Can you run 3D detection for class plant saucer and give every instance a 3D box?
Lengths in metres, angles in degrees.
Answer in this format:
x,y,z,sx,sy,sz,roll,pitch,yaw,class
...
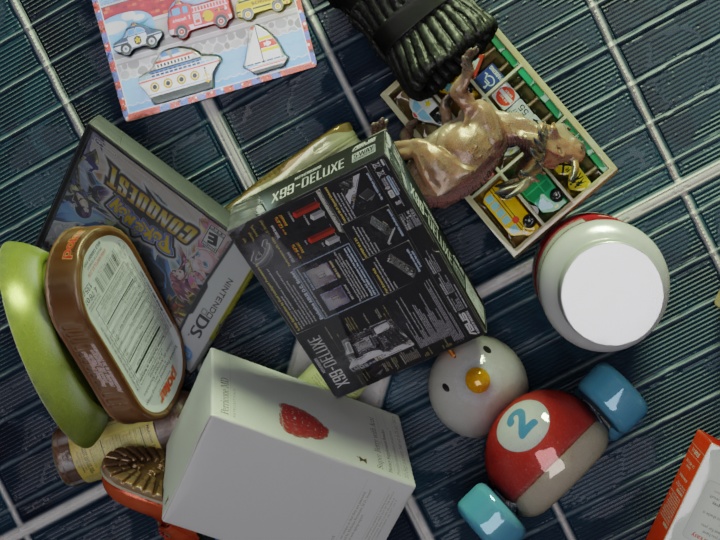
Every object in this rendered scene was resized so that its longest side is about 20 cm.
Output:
x,y,z,sx,sy,sz,roll,pitch,yaw,class
-0.270,0.062,1.156,0.031,0.200,0.203,-22,93,1,plant saucer

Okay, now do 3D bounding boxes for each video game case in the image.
x,y,z,sx,sy,sz,roll,pitch,yaw,class
-0.202,-0.018,1.191,0.199,0.026,0.181,36,127,1,video game case

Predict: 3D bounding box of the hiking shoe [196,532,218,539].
x,y,z,sx,sy,sz,roll,pitch,yaw,class
-0.139,0.320,1.196,0.085,0.075,0.202,16,111,-8,hiking shoe

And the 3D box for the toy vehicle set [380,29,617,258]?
x,y,z,sx,sy,sz,roll,pitch,yaw,class
0.128,-0.127,1.174,0.124,0.026,0.201,-40,79,7,toy vehicle set

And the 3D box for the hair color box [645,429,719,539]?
x,y,z,sx,sy,sz,roll,pitch,yaw,class
0.330,0.268,1.194,0.110,0.064,0.202,25,96,1,hair color box

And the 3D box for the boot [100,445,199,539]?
x,y,z,sx,sy,sz,roll,pitch,yaw,class
-0.171,0.240,1.204,0.198,0.075,0.108,27,110,-26,boot

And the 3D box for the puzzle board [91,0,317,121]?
x,y,z,sx,sy,sz,roll,pitch,yaw,class
-0.154,-0.243,1.213,0.197,0.017,0.153,-15,94,7,puzzle board

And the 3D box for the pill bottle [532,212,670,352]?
x,y,z,sx,sy,sz,roll,pitch,yaw,class
0.210,0.009,1.111,0.110,0.200,0.114,0,96,5,pill bottle

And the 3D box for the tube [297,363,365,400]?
x,y,z,sx,sy,sz,roll,pitch,yaw,class
-0.039,0.121,1.223,0.201,0.052,0.058,-50,59,11,tube

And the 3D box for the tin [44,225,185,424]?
x,y,z,sx,sy,sz,roll,pitch,yaw,class
-0.217,0.051,1.141,0.041,0.113,0.202,-3,129,26,tin

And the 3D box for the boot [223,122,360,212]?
x,y,z,sx,sy,sz,roll,pitch,yaw,class
-0.050,-0.022,1.199,0.199,0.072,0.156,-36,94,7,boot

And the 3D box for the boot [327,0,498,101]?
x,y,z,sx,sy,sz,roll,pitch,yaw,class
0.073,-0.276,1.140,0.158,0.079,0.212,46,108,20,boot

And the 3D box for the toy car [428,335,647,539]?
x,y,z,sx,sy,sz,roll,pitch,yaw,class
0.124,0.123,1.155,0.184,0.177,0.200,-44,78,-3,toy car

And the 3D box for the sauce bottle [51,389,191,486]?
x,y,z,sx,sy,sz,roll,pitch,yaw,class
-0.199,0.153,1.231,0.197,0.065,0.066,-18,93,5,sauce bottle

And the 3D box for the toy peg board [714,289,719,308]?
x,y,z,sx,sy,sz,roll,pitch,yaw,class
0.434,-0.014,1.101,0.097,0.200,0.201,26,97,-13,toy peg board

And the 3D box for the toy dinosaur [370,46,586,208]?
x,y,z,sx,sy,sz,roll,pitch,yaw,class
0.092,-0.097,1.117,0.199,0.086,0.136,-35,76,4,toy dinosaur

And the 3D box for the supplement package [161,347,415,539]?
x,y,z,sx,sy,sz,roll,pitch,yaw,class
-0.068,0.178,1.153,0.198,0.122,0.121,21,112,-16,supplement package

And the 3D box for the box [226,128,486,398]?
x,y,z,sx,sy,sz,roll,pitch,yaw,class
0.000,0.000,1.108,0.156,0.050,0.201,-25,117,16,box
